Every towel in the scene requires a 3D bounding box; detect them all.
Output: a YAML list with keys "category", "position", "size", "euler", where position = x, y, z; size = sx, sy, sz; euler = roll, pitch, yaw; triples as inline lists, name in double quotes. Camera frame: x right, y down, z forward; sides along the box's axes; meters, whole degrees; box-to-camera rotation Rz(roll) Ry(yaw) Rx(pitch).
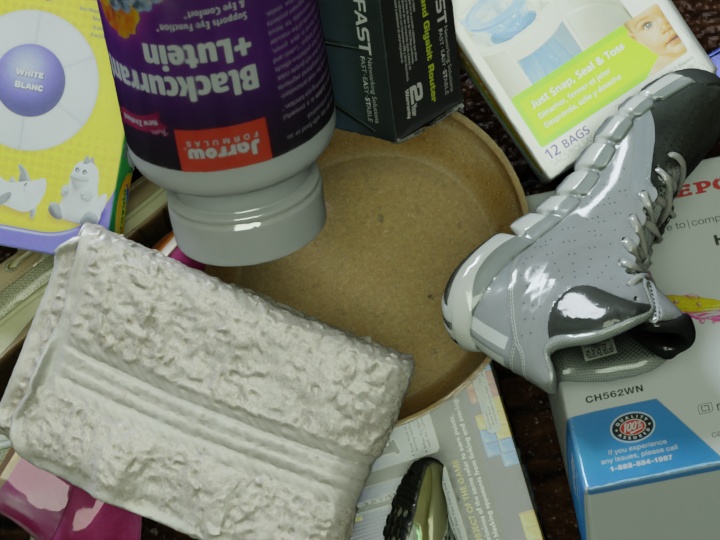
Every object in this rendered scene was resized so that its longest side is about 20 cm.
- category: "towel"
  position: [-0.083, 0.068, 1.565]
  size: [0.199, 0.034, 0.133]
  euler: [22, 99, 1]

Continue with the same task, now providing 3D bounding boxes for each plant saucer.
- category: "plant saucer"
  position: [0.000, 0.000, 1.631]
  size: [0.200, 0.035, 0.201]
  euler: [-6, 68, 15]

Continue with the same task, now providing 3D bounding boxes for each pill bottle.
- category: "pill bottle"
  position: [-0.072, -0.108, 1.534]
  size: [0.111, 0.112, 0.200]
  euler: [-9, 121, 2]

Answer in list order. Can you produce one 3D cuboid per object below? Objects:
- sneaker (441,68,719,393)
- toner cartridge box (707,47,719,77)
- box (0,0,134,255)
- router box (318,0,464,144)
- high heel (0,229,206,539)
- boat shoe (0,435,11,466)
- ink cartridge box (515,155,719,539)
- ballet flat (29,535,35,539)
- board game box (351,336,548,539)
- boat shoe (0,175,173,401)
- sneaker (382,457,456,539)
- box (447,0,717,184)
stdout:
- category: "sneaker"
  position: [0.147, -0.009, 1.539]
  size: [0.200, 0.075, 0.115]
  euler: [-44, 52, -11]
- category: "toner cartridge box"
  position: [0.277, -0.053, 1.662]
  size: [0.095, 0.043, 0.200]
  euler: [-29, 90, 2]
- category: "box"
  position: [-0.170, -0.112, 1.596]
  size: [0.117, 0.048, 0.201]
  euler: [10, 93, 5]
- category: "router box"
  position: [-0.029, -0.178, 1.584]
  size: [0.150, 0.062, 0.201]
  euler: [14, 124, 37]
- category: "high heel"
  position: [-0.113, 0.071, 1.617]
  size: [0.096, 0.067, 0.200]
  euler: [34, 85, -10]
- category: "boat shoe"
  position: [-0.214, 0.119, 1.666]
  size: [0.201, 0.074, 0.065]
  euler: [-21, 91, -7]
- category: "ink cartridge box"
  position: [0.170, 0.044, 1.596]
  size: [0.144, 0.085, 0.200]
  euler: [-12, 51, 0]
- category: "ballet flat"
  position: [-0.117, 0.219, 1.674]
  size: [0.069, 0.069, 0.200]
  euler: [-43, 87, 2]
- category: "board game box"
  position: [0.016, 0.142, 1.667]
  size: [0.165, 0.057, 0.201]
  euler: [-16, 90, 4]
- category: "boat shoe"
  position: [-0.165, -0.004, 1.664]
  size: [0.200, 0.072, 0.065]
  euler: [-42, 68, -6]
- category: "sneaker"
  position: [0.061, 0.196, 1.612]
  size: [0.088, 0.077, 0.201]
  euler: [-8, 96, -11]
- category: "box"
  position: [0.091, -0.159, 1.637]
  size: [0.112, 0.101, 0.200]
  euler: [-33, 90, 1]
